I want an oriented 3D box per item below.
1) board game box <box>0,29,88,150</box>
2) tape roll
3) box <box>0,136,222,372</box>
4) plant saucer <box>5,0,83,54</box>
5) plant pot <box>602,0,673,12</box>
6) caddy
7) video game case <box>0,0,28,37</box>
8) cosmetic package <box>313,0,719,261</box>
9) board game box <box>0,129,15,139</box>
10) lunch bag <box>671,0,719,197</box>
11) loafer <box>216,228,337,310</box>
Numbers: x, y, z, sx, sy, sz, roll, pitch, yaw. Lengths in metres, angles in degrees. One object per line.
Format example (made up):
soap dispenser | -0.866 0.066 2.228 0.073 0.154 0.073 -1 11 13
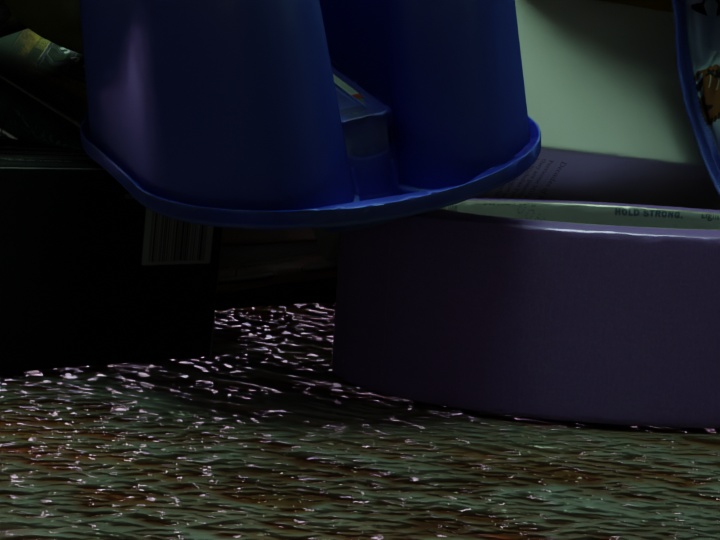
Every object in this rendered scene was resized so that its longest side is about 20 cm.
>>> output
board game box | -0.099 -0.102 0.977 0.135 0.028 0.200 32 33 5
tape roll | 0.090 0.011 0.799 0.199 0.066 0.200 3 6 0
box | -0.169 -0.009 0.785 0.141 0.079 0.199 13 10 41
plant saucer | -0.047 -0.139 0.871 0.199 0.031 0.200 -27 -16 -8
plant pot | 0.138 -0.190 1.023 0.199 0.142 0.200 -13 -36 -9
caddy | -0.021 -0.066 0.747 0.141 0.106 0.200 -11 20 -18
video game case | -0.113 -0.152 0.818 0.180 0.026 0.200 -22 -17 -21
cosmetic package | 0.070 -0.061 0.947 0.199 0.085 0.108 2 48 -31
board game box | -0.249 -0.099 1.088 0.199 0.160 0.097 8 29 1
lunch bag | 0.233 -0.068 0.918 0.169 0.201 0.124 2 -38 -40
loafer | 0.000 0.000 0.982 0.199 0.063 0.072 5 -29 -16
